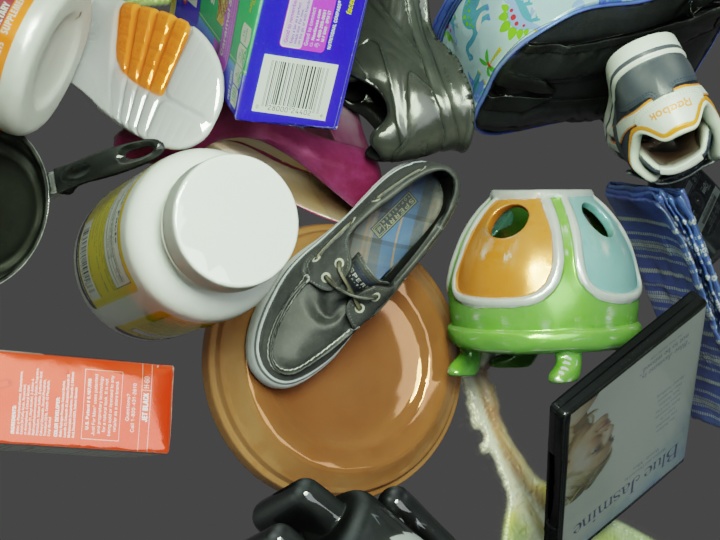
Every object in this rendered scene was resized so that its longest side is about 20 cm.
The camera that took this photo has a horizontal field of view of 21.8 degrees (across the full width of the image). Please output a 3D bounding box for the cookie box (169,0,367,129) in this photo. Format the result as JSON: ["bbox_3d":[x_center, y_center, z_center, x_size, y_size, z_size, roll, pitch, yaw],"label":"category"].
[{"bbox_3d":[-0.057,-0.208,1.233,0.074,0.200,0.173,6,112,-21],"label":"cookie box"}]

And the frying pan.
[{"bbox_3d":[-0.223,-0.064,1.220,0.189,0.031,0.115,-37,73,9],"label":"frying pan"}]

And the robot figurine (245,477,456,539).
[{"bbox_3d":[0.007,0.230,1.270,0.200,0.125,0.150,43,88,-12],"label":"robot figurine"}]

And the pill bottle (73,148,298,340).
[{"bbox_3d":[-0.112,-0.017,1.213,0.110,0.200,0.113,3,82,-22],"label":"pill bottle"}]

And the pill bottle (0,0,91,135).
[{"bbox_3d":[-0.280,-0.172,1.185,0.198,0.110,0.110,24,73,6],"label":"pill bottle"}]

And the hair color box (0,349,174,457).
[{"bbox_3d":[-0.230,0.085,1.205,0.198,0.101,0.062,5,81,-22],"label":"hair color box"}]

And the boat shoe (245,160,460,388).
[{"bbox_3d":[0.000,0.000,1.288,0.200,0.066,0.070,-45,101,-17],"label":"boat shoe"}]

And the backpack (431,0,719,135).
[{"bbox_3d":[0.152,-0.191,1.363,0.198,0.183,0.148,-16,66,-25],"label":"backpack"}]

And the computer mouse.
[{"bbox_3d":[0.289,-0.009,1.476,0.200,0.034,0.059,49,49,-15],"label":"computer mouse"}]

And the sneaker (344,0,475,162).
[{"bbox_3d":[0.011,-0.167,1.337,0.090,0.076,0.201,-18,67,-13],"label":"sneaker"}]

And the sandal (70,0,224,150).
[{"bbox_3d":[-0.156,-0.140,1.249,0.080,0.206,0.059,-57,147,-1],"label":"sandal"}]

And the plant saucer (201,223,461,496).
[{"bbox_3d":[-0.014,0.065,1.332,0.198,0.037,0.203,3,81,-23],"label":"plant saucer"}]

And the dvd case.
[{"bbox_3d":[0.188,0.118,1.341,0.142,0.201,0.018,-36,58,-23],"label":"dvd case"}]

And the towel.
[{"bbox_3d":[0.237,0.029,1.375,0.024,0.145,0.202,-23,99,-9],"label":"towel"}]

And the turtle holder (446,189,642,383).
[{"bbox_3d":[0.146,0.008,1.343,0.184,0.141,0.133,-2,92,-30],"label":"turtle holder"}]

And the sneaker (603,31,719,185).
[{"bbox_3d":[0.219,-0.096,1.348,0.078,0.200,0.080,-25,71,8],"label":"sneaker"}]

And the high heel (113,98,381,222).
[{"bbox_3d":[-0.075,-0.067,1.310,0.198,0.067,0.097,-4,74,-36],"label":"high heel"}]
